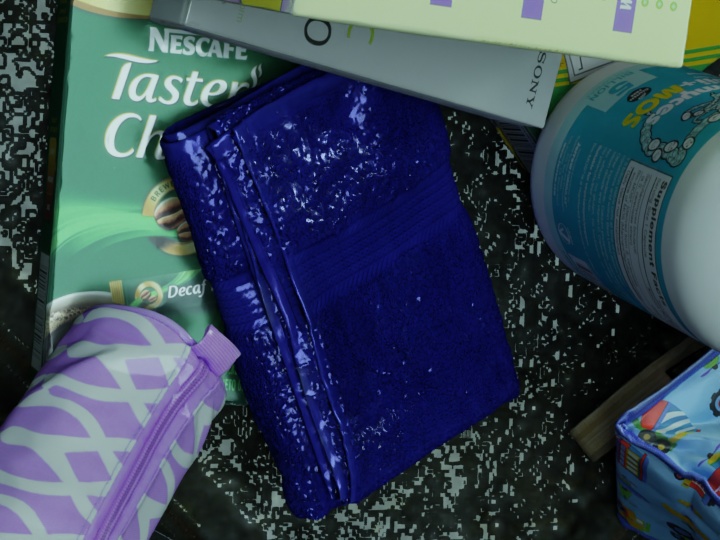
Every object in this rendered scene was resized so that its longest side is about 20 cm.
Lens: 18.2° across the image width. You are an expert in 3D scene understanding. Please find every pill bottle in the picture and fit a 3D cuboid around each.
[{"bbox_3d":[0.162,-0.024,0.982,0.110,0.200,0.112,-6,106,-21],"label":"pill bottle"}]

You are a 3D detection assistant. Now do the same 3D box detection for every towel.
[{"bbox_3d":[0.000,0.000,1.041,0.147,0.049,0.201,-29,112,-30],"label":"towel"}]

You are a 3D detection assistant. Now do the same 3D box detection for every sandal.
[{"bbox_3d":[0.175,0.001,1.107,0.211,0.078,0.070,-40,82,2],"label":"sandal"}]

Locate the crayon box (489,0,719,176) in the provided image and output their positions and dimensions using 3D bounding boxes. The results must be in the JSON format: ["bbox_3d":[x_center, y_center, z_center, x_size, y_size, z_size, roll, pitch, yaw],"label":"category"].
[{"bbox_3d":[0.100,-0.175,1.081,0.172,0.058,0.200,-38,102,-8],"label":"crayon box"}]

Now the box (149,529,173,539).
[{"bbox_3d":[-0.156,0.171,1.000,0.199,0.049,0.160,33,53,-22],"label":"box"}]

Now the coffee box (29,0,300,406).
[{"bbox_3d":[-0.087,-0.040,1.053,0.122,0.044,0.202,5,93,-14],"label":"coffee box"}]

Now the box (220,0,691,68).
[{"bbox_3d":[0.042,-0.183,0.913,0.199,0.096,0.177,3,99,-34],"label":"box"}]

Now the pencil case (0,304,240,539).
[{"bbox_3d":[-0.128,0.108,0.953,0.084,0.085,0.201,42,56,-26],"label":"pencil case"}]

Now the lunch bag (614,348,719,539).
[{"bbox_3d":[0.217,0.052,1.078,0.094,0.151,0.200,39,77,19],"label":"lunch bag"}]

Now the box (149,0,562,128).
[{"bbox_3d":[0.015,-0.153,0.980,0.199,0.036,0.145,12,94,-36],"label":"box"}]
